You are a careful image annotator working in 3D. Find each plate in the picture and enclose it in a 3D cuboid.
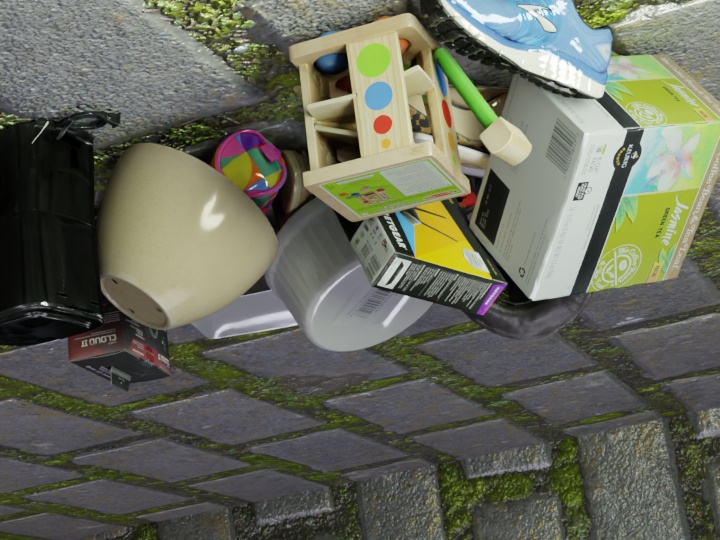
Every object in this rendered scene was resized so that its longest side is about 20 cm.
[{"bbox_3d":[-0.121,0.038,1.924,0.198,0.033,0.200,-10,164,6],"label":"plate"}]

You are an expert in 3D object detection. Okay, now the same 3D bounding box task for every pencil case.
[{"bbox_3d":[-0.137,-0.082,1.683,0.088,0.089,0.200,-3,163,-16],"label":"pencil case"}]

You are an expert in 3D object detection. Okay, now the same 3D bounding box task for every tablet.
[{"bbox_3d":[0.107,-0.118,1.622,0.199,0.014,0.130,14,178,-33],"label":"tablet"}]

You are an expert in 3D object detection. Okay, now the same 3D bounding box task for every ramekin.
[{"bbox_3d":[0.000,0.000,1.709,0.199,0.098,0.201,-21,145,-15],"label":"ramekin"}]

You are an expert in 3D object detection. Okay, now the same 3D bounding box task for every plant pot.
[{"bbox_3d":[-0.205,-0.018,1.615,0.199,0.135,0.201,25,153,14],"label":"plant pot"}]

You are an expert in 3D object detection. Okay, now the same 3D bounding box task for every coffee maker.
[{"bbox_3d":[-0.326,-0.039,1.540,0.134,0.202,0.192,4,159,-35],"label":"coffee maker"}]

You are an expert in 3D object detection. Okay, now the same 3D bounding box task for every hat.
[{"bbox_3d":[0.184,-0.019,1.739,0.199,0.081,0.202,11,132,12],"label":"hat"}]

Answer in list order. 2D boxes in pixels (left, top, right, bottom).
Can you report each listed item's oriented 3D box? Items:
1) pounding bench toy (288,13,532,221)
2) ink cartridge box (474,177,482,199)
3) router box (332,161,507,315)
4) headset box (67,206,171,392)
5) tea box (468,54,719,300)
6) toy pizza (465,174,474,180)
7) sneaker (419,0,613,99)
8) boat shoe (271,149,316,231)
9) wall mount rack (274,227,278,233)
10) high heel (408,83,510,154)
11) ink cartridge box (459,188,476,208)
[{"bbox_3d":[0.051,-0.156,1.410,0.198,0.157,0.124,-13,162,19],"label":"pounding bench toy"},{"bbox_3d":[0.257,-0.086,1.837,0.199,0.088,0.145,12,154,-41],"label":"ink cartridge box"},{"bbox_3d":[0.047,-0.049,1.568,0.148,0.201,0.051,15,123,-35],"label":"router box"},{"bbox_3d":[-0.290,0.042,1.810,0.074,0.202,0.149,-12,163,12],"label":"headset box"},{"bbox_3d":[0.241,-0.096,1.532,0.195,0.134,0.201,-9,131,-29],"label":"tea box"},{"bbox_3d":[0.060,-0.115,1.751,0.198,0.032,0.200,-7,162,-2],"label":"toy pizza"},{"bbox_3d":[0.144,-0.227,1.384,0.199,0.090,0.078,20,178,-24],"label":"sneaker"},{"bbox_3d":[-0.066,-0.091,1.719,0.062,0.074,0.200,-12,169,-8],"label":"boat shoe"},{"bbox_3d":[-0.122,-0.017,1.909,0.198,0.075,0.174,-9,161,1],"label":"wall mount rack"},{"bbox_3d":[0.121,-0.164,1.550,0.198,0.072,0.143,-2,170,12],"label":"high heel"},{"bbox_3d":[0.052,-0.043,1.865,0.198,0.048,0.160,-18,173,6],"label":"ink cartridge box"}]
